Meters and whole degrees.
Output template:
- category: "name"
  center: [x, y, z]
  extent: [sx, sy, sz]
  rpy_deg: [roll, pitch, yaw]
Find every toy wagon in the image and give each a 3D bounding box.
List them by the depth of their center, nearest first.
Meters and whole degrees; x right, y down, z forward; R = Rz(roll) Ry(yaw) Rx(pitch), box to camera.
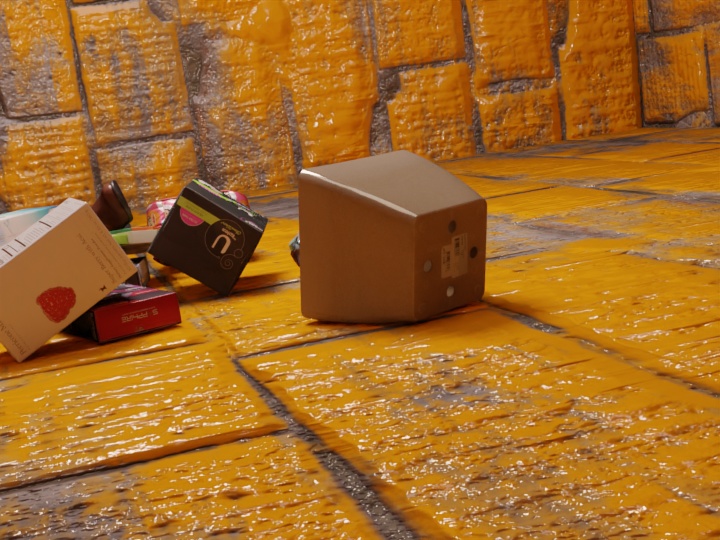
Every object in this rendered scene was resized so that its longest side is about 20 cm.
- category: "toy wagon"
  center: [-0.405, -0.049, 1.962]
  extent: [0.155, 0.040, 0.200]
  rpy_deg: [-10, -5, 12]

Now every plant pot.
- category: "plant pot"
  center: [0.053, -0.033, 1.440]
  extent: [0.200, 0.200, 0.177]
  rpy_deg: [-16, 23, -40]

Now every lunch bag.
- category: "lunch bag"
  center: [-0.305, -0.074, 2.142]
  extent: [0.200, 0.082, 0.176]
  rpy_deg: [-9, -26, -6]

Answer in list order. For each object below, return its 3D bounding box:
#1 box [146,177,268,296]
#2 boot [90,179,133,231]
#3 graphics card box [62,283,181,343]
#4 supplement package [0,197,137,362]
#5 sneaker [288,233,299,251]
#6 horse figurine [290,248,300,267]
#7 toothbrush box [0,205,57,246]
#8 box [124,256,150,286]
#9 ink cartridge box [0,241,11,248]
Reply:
- category: "box"
  center: [-0.244, -0.058, 1.823]
  extent: [0.148, 0.124, 0.200]
  rpy_deg: [30, 7, -6]
- category: "boot"
  center: [-0.507, -0.077, 1.968]
  extent: [0.200, 0.069, 0.188]
  rpy_deg: [-24, -8, -19]
- category: "graphics card box"
  center: [-0.358, 0.059, 1.613]
  extent: [0.125, 0.051, 0.200]
  rpy_deg: [-14, 10, -32]
- category: "supplement package"
  center: [-0.428, 0.010, 1.519]
  extent: [0.200, 0.121, 0.120]
  rpy_deg: [-40, 22, -16]
- category: "sneaker"
  center: [-0.068, -0.041, 1.958]
  extent: [0.086, 0.078, 0.200]
  rpy_deg: [-23, 7, -18]
- category: "horse figurine"
  center: [0.000, 0.000, 1.635]
  extent: [0.200, 0.050, 0.133]
  rpy_deg: [-3, 24, -22]
- category: "toothbrush box"
  center: [-0.658, -0.037, 2.141]
  extent: [0.085, 0.147, 0.200]
  rpy_deg: [-4, 9, 22]
- category: "box"
  center: [-0.474, 0.021, 1.940]
  extent: [0.200, 0.048, 0.158]
  rpy_deg: [-8, 8, -4]
- category: "ink cartridge box"
  center: [-0.542, -0.027, 1.760]
  extent: [0.173, 0.044, 0.200]
  rpy_deg: [19, 39, 41]
